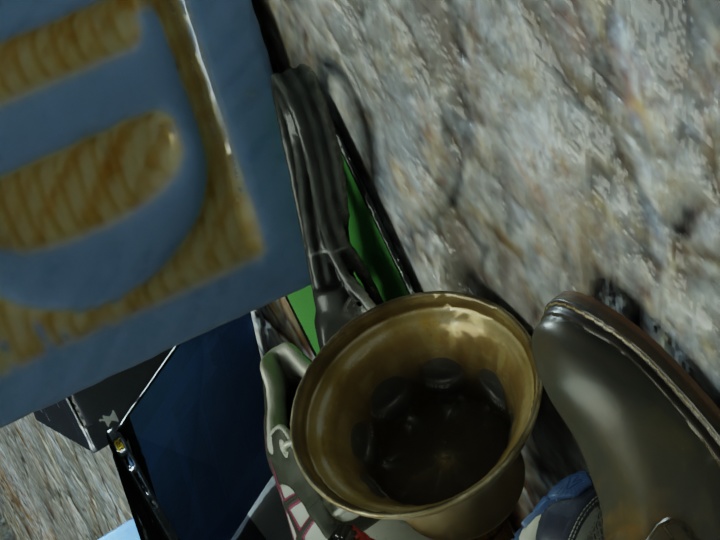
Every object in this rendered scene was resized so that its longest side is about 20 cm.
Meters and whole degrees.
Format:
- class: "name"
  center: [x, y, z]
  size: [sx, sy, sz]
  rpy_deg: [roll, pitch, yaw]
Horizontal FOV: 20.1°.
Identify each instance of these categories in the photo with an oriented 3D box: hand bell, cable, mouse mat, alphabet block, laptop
- class: "hand bell"
  center: [0.053, 0.109, 0.863]
  size: [0.104, 0.104, 0.200]
  rpy_deg: [46, 170, 42]
- class: "cable"
  center: [0.000, 0.000, 0.903]
  size: [0.097, 0.050, 0.201]
  rpy_deg: [-117, 16, -72]
- class: "mouse mat"
  center: [-0.019, -0.012, 0.978]
  size: [0.162, 0.008, 0.200]
  rpy_deg: [64, 164, -9]
- class: "alphabet block"
  center: [-0.158, -0.072, 0.959]
  size: [0.200, 0.195, 0.197]
  rpy_deg: [36, 145, 59]
- class: "laptop"
  center: [-0.064, 0.142, 1.139]
  size: [0.200, 0.115, 0.188]
  rpy_deg: [54, 163, 39]

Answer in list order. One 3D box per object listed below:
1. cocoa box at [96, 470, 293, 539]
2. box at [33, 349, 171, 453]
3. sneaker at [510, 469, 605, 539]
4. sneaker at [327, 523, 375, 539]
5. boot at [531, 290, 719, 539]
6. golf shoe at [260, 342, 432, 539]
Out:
- class: "cocoa box"
  center: [-0.059, 0.238, 1.271]
  size: [0.200, 0.131, 0.134]
  rpy_deg: [48, 162, 38]
- class: "box"
  center: [-0.188, 0.027, 1.375]
  size: [0.149, 0.104, 0.200]
  rpy_deg: [65, 163, -12]
- class: "sneaker"
  center: [0.114, 0.167, 0.777]
  size: [0.085, 0.077, 0.201]
  rpy_deg: [10, 124, 45]
- class: "sneaker"
  center: [0.026, 0.157, 0.791]
  size: [0.082, 0.078, 0.200]
  rpy_deg: [33, -176, -12]
- class: "boot"
  center: [0.092, 0.105, 0.674]
  size: [0.200, 0.097, 0.075]
  rpy_deg: [56, 163, 17]
- class: "golf shoe"
  center: [-0.010, 0.110, 0.966]
  size: [0.088, 0.077, 0.200]
  rpy_deg: [62, 175, -29]
